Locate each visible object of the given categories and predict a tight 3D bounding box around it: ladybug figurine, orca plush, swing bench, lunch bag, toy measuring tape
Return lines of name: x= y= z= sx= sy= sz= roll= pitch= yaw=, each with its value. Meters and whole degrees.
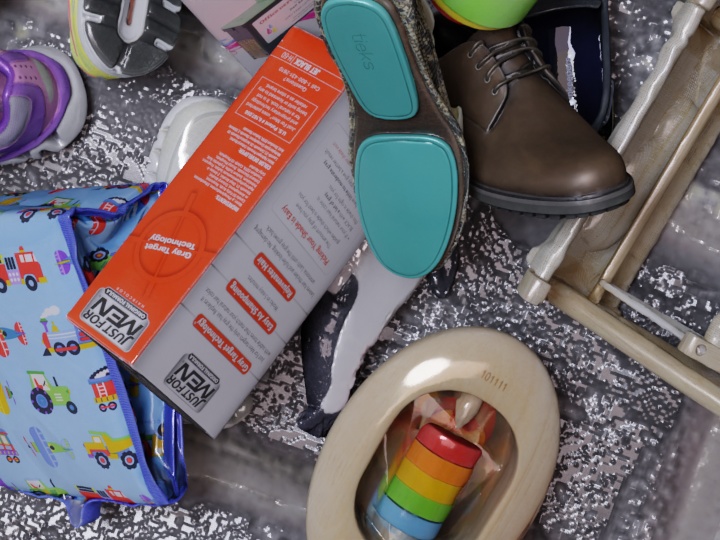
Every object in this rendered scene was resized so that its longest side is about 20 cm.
ladybug figurine: x=0.041 y=0.120 z=0.959 sx=0.135 sy=0.072 sz=0.201 roll=31 pitch=102 yaw=-9
orca plush: x=0.000 y=0.000 z=0.974 sx=0.104 sy=0.071 sz=0.203 roll=5 pitch=104 yaw=-41
swing bench: x=0.222 y=-0.027 z=0.911 sx=0.199 sy=0.130 sz=0.200 roll=32 pitch=98 yaw=6
lunch bag: x=-0.181 y=0.057 z=0.945 sx=0.149 sy=0.094 sz=0.203 roll=-1 pitch=102 yaw=34
toy measuring tape: x=0.096 y=-0.169 z=0.855 sx=0.198 sy=0.073 sz=0.075 roll=-13 pitch=96 yaw=-36

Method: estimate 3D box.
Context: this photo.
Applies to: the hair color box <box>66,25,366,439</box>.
hair color box: x=-0.058 y=-0.020 z=0.863 sx=0.061 sy=0.102 sz=0.201 roll=29 pitch=77 yaw=34

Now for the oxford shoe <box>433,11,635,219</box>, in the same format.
oxford shoe: x=0.079 y=-0.089 z=0.861 sx=0.072 sy=0.200 sz=0.085 roll=-18 pitch=124 yaw=-21

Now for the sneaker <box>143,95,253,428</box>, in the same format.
sneaker: x=-0.087 y=-0.002 z=0.950 sx=0.074 sy=0.081 sz=0.203 roll=-3 pitch=100 yaw=-30

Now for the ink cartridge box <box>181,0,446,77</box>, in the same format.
ink cartridge box: x=-0.029 y=-0.185 z=0.870 sx=0.144 sy=0.200 sz=0.085 roll=-34 pitch=67 yaw=7

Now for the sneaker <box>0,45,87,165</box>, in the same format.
sneaker: x=-0.267 y=-0.081 z=0.959 sx=0.198 sy=0.088 sz=0.081 roll=-27 pitch=85 yaw=7

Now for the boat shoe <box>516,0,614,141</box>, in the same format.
boat shoe: x=0.114 y=-0.163 z=0.937 sx=0.074 sy=0.062 sz=0.203 roll=-8 pitch=93 yaw=7

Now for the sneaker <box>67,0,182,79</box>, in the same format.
sneaker: x=-0.141 y=-0.206 z=0.948 sx=0.077 sy=0.090 sz=0.203 roll=17 pitch=75 yaw=-22

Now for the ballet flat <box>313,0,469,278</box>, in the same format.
ballet flat: x=0.024 y=-0.088 z=0.819 sx=0.067 sy=0.076 sz=0.201 roll=5 pitch=137 yaw=20
